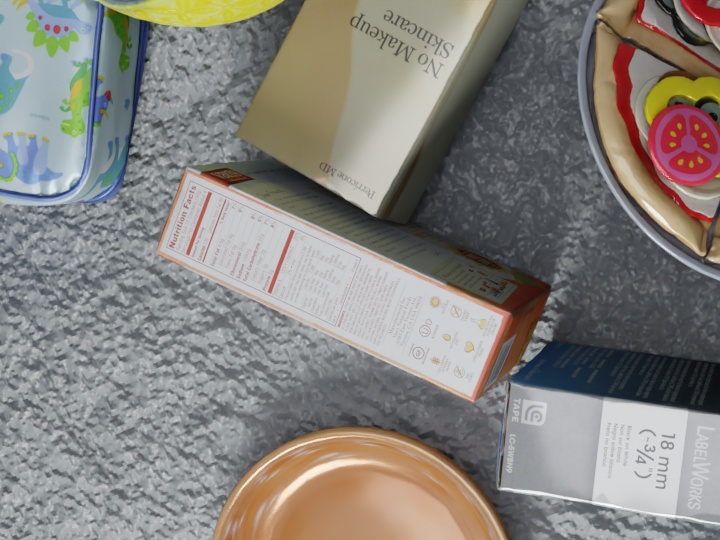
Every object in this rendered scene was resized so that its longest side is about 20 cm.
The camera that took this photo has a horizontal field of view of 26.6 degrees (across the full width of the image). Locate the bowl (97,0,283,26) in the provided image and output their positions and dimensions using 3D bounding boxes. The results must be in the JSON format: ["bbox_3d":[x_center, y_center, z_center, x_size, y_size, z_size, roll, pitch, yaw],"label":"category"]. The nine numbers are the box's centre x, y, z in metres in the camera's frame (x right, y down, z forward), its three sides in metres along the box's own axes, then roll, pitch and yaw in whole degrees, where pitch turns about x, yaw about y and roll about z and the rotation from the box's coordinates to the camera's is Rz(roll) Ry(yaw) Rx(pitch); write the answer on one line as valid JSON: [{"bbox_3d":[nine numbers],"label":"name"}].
[{"bbox_3d":[-0.054,-0.210,0.822,0.200,0.107,0.201,-24,55,39],"label":"bowl"}]

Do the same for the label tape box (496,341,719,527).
[{"bbox_3d":[0.186,0.089,0.825,0.199,0.144,0.064,7,98,16],"label":"label tape box"}]

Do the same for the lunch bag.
[{"bbox_3d":[-0.239,-0.123,0.962,0.199,0.082,0.162,8,98,16],"label":"lunch bag"}]

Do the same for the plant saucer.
[{"bbox_3d":[0.004,0.193,0.949,0.199,0.037,0.201,2,96,16],"label":"plant saucer"}]

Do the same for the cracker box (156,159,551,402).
[{"bbox_3d":[0.000,0.000,0.877,0.199,0.134,0.058,25,102,13],"label":"cracker box"}]

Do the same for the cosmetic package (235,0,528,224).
[{"bbox_3d":[0.024,-0.138,0.872,0.105,0.071,0.201,29,96,15],"label":"cosmetic package"}]

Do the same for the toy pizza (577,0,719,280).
[{"bbox_3d":[0.207,-0.089,0.796,0.199,0.032,0.201,5,74,-18],"label":"toy pizza"}]
